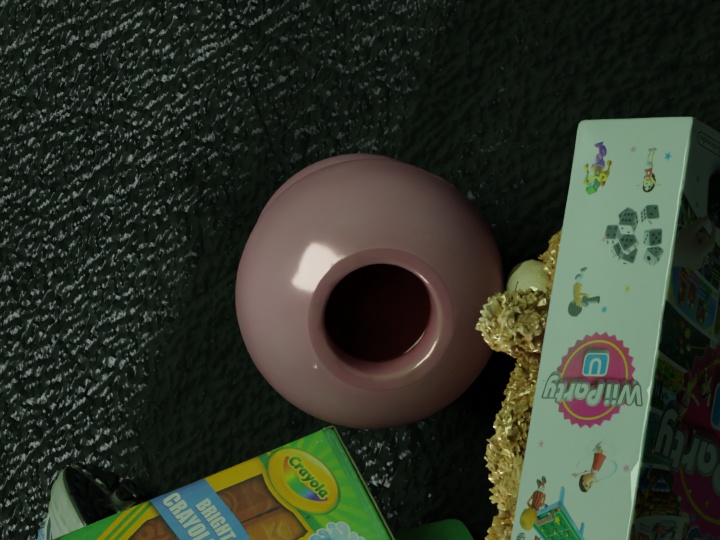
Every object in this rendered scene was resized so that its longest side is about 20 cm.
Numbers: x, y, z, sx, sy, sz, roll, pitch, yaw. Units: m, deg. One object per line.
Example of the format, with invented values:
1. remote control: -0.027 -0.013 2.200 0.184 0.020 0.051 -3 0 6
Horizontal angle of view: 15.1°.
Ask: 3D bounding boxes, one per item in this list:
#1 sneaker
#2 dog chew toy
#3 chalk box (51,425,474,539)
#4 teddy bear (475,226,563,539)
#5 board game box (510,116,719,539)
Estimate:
1. sneaker: -0.122 0.196 1.390 0.085 0.077 0.200 -55 39 26
2. dog chew toy: 0.000 0.000 1.289 0.125 0.124 0.200 -59 11 8
3. chalk box: -0.032 0.167 1.244 0.200 0.124 0.125 -23 51 -10
4. teddy bear: 0.087 0.064 1.194 0.067 0.145 0.200 -6 75 32
5. board game box: 0.139 0.052 1.144 0.064 0.148 0.200 0 75 40
